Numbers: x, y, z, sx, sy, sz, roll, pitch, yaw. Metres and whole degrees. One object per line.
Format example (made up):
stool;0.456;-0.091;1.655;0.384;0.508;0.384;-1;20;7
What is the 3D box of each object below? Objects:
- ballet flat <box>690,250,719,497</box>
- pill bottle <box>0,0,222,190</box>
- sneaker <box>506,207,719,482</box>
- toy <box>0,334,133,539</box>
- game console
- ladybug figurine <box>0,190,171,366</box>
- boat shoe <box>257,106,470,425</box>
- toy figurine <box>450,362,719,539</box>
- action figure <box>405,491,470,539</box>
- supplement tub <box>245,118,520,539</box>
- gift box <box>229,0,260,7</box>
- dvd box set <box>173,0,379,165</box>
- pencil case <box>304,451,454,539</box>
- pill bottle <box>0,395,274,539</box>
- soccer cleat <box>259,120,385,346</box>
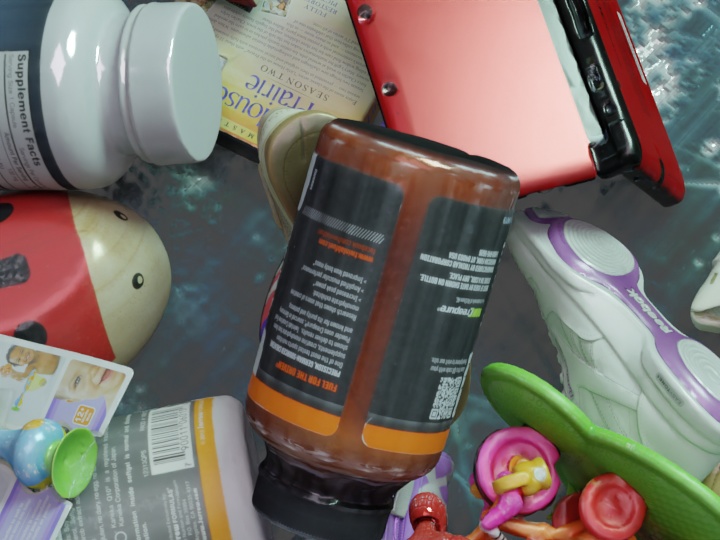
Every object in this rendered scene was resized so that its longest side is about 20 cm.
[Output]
ballet flat;0.213;0.044;0.968;0.063;0.069;0.201;-1;70;17
pill bottle;-0.187;-0.105;0.988;0.199;0.120;0.120;0;71;13
sneaker;0.130;0.046;0.963;0.075;0.100;0.200;4;40;-40
toy;-0.227;0.074;0.888;0.199;0.047;0.116;13;66;24
game console;0.087;-0.123;0.998;0.118;0.172;0.201;-24;71;20
ladybug figurine;-0.209;0.017;0.993;0.199;0.072;0.136;-21;72;-4
boat shoe;0.000;0.000;0.941;0.072;0.065;0.201;-31;110;-9
toy figurine;0.087;0.178;0.869;0.200;0.150;0.184;41;72;2
action figure;0.039;0.195;0.800;0.065;0.052;0.201;-20;55;22
supplement tub;0.004;0.032;0.857;0.106;0.107;0.201;18;97;9
gift box;-0.106;-0.295;1.007;0.184;0.200;0.188;20;71;22
dvd box set;-0.035;-0.161;1.064;0.146;0.029;0.201;25;74;11
pencil case;0.006;0.183;0.920;0.083;0.085;0.201;15;72;-28
pill bottle;-0.150;0.141;0.927;0.199;0.116;0.117;-12;71;0
soccer cleat;0.003;-0.030;0.997;0.068;0.073;0.200;32;76;12
